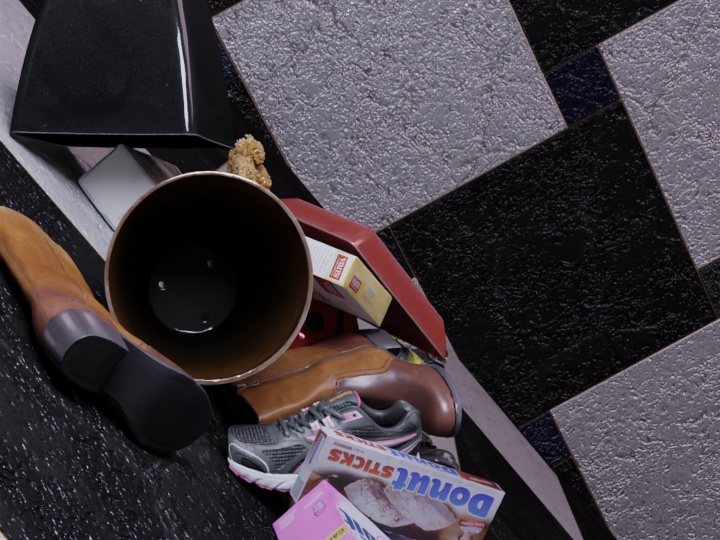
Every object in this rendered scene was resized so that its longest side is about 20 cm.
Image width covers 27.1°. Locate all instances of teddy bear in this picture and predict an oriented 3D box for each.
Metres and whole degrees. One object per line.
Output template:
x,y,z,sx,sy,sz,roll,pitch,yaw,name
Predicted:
-0.148,-0.066,1.777,0.066,0.146,0.200,14,37,12,teddy bear

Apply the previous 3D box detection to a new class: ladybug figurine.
-0.050,0.085,1.637,0.135,0.071,0.202,15,71,-46,ladybug figurine

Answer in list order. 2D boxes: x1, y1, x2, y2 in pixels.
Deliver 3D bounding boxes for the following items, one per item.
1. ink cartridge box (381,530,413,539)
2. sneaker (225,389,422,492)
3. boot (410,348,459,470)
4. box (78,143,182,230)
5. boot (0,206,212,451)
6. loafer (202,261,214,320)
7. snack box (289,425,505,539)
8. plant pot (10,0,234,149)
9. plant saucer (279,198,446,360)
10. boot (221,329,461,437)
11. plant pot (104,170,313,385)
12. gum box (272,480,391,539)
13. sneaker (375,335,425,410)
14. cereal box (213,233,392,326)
0.009,0.241,1.520,0.144,0.084,0.200,46,7,-26,ink cartridge box
-0.032,0.149,1.399,0.198,0.087,0.080,2,23,-25,sneaker
0.063,0.162,1.720,0.069,0.176,0.199,32,-24,-26,boot
-0.243,-0.083,1.709,0.082,0.068,0.200,51,5,8,box
-0.220,0.049,1.228,0.188,0.069,0.200,34,9,-44,boot
-0.172,0.031,1.645,0.072,0.062,0.202,99,-28,-63,loafer
0.036,0.207,1.389,0.198,0.072,0.024,21,9,-25,snack box
-0.249,-0.226,1.607,0.199,0.198,0.180,0,90,-82,plant pot
0.000,0.000,1.661,0.199,0.037,0.200,25,-23,53,plant saucer
-0.020,0.121,1.490,0.198,0.069,0.188,-8,38,-35,boot
-0.151,0.014,1.415,0.187,0.187,0.200,49,-11,-4,plant pot
0.017,0.293,1.342,0.200,0.066,0.114,46,6,-34,gum box
0.042,0.125,1.662,0.200,0.076,0.076,-114,-163,-57,sneaker
-0.075,-0.011,1.546,0.198,0.040,0.144,22,-10,23,cereal box
